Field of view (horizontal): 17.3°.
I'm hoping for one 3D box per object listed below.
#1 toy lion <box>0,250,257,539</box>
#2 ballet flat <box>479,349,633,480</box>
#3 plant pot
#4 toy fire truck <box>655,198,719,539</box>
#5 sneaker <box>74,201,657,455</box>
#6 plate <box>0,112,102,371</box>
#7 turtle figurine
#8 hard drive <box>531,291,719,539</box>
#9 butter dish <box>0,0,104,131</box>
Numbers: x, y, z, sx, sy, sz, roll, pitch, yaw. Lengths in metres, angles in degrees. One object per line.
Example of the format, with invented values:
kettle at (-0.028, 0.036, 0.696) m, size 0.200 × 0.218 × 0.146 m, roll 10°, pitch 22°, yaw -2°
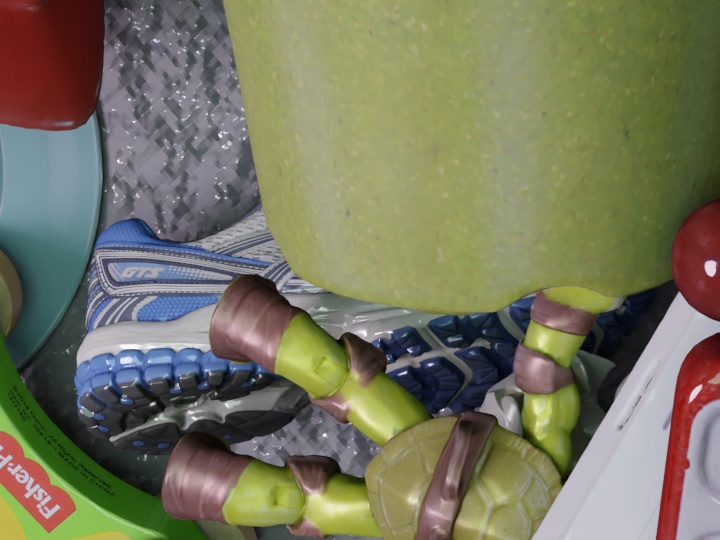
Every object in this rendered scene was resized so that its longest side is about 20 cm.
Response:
toy lion at (-0.149, 0.116, 0.843) m, size 0.191 × 0.069 × 0.200 m, roll -39°, pitch 98°, yaw 20°
ballet flat at (0.084, 0.059, 0.765) m, size 0.199 × 0.068 × 0.069 m, roll -1°, pitch 118°, yaw 37°
plant pot at (0.034, -0.095, 0.642) m, size 0.199 × 0.200 × 0.186 m, roll 2°, pitch 109°, yaw 11°
toy fire truck at (0.159, 0.044, 0.604) m, size 0.167 × 0.112 × 0.201 m, roll 6°, pitch 111°, yaw 6°
sneaker at (0.000, 0.000, 0.797) m, size 0.198 × 0.077 × 0.086 m, roll -7°, pitch 64°, yaw -5°
plate at (-0.192, -0.038, 0.857) m, size 0.199 × 0.026 × 0.202 m, roll 1°, pitch 97°, yaw 11°
turtle figurine at (0.022, 0.074, 0.710) m, size 0.160 × 0.064 × 0.201 m, roll 19°, pitch 110°, yaw 15°
hard drive at (0.160, 0.085, 0.682) m, size 0.199 × 0.026 × 0.132 m, roll 31°, pitch 90°, yaw -12°
butter dish at (-0.197, -0.139, 0.781) m, size 0.147 × 0.199 × 0.202 m, roll -17°, pitch 70°, yaw 45°
